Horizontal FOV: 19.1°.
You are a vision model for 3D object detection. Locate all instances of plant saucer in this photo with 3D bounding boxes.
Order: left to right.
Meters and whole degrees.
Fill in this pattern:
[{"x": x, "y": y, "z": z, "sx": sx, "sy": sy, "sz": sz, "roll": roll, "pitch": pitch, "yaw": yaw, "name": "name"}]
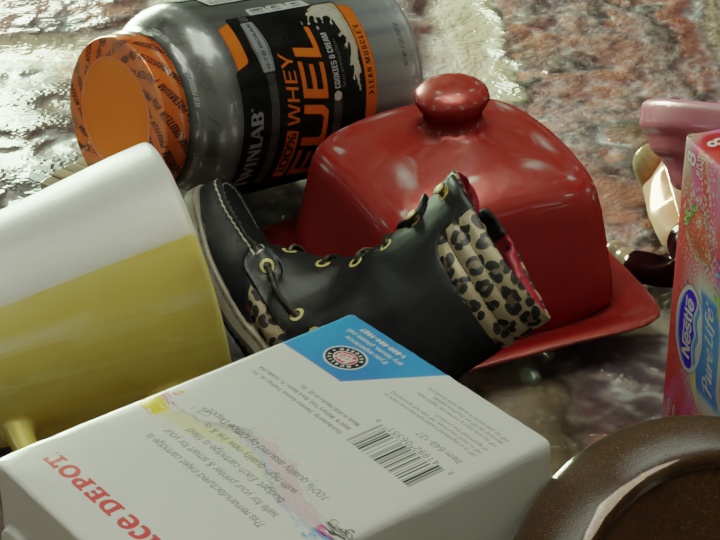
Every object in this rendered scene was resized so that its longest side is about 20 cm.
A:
[{"x": 0.156, "y": 0.156, "z": 0.903, "sx": 0.199, "sy": 0.032, "sz": 0.202, "roll": 4, "pitch": 71, "yaw": -12, "name": "plant saucer"}, {"x": 0.256, "y": -0.059, "z": 1.221, "sx": 0.199, "sy": 0.051, "sz": 0.201, "roll": 9, "pitch": 4, "yaw": -1, "name": "plant saucer"}]

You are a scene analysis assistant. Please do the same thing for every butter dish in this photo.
[{"x": 0.053, "y": -0.044, "z": 1.249, "sx": 0.198, "sy": 0.149, "sz": 0.200, "roll": -13, "pitch": 33, "yaw": -22, "name": "butter dish"}]

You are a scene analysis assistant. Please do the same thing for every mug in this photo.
[{"x": -0.157, "y": 0.031, "z": 1.137, "sx": 0.152, "sy": 0.150, "sz": 0.187, "roll": -18, "pitch": 28, "yaw": -13, "name": "mug"}]

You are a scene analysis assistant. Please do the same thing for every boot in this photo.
[{"x": 0.000, "y": 0.000, "z": 1.141, "sx": 0.150, "sy": 0.073, "sz": 0.201, "roll": -36, "pitch": 56, "yaw": 11, "name": "boot"}]

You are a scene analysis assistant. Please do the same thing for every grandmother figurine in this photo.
[{"x": 0.207, "y": -0.019, "z": 1.296, "sx": 0.121, "sy": 0.061, "sz": 0.200, "roll": -19, "pitch": 28, "yaw": 7, "name": "grandmother figurine"}]

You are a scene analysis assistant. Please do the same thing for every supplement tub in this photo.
[{"x": -0.069, "y": -0.109, "z": 1.304, "sx": 0.199, "sy": 0.123, "sz": 0.122, "roll": -17, "pitch": 34, "yaw": -39, "name": "supplement tub"}]

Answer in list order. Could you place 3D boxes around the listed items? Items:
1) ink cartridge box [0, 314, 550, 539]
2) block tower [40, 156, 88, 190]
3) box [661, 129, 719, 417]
[{"x": -0.038, "y": 0.138, "z": 0.945, "sx": 0.199, "sy": 0.146, "sz": 0.147, "roll": -21, "pitch": 35, "yaw": -31, "name": "ink cartridge box"}, {"x": -0.123, "y": -0.063, "z": 1.371, "sx": 0.054, "sy": 0.058, "sz": 0.200, "roll": 19, "pitch": 37, "yaw": 30, "name": "block tower"}, {"x": 0.216, "y": 0.034, "z": 1.066, "sx": 0.094, "sy": 0.201, "sz": 0.103, "roll": -10, "pitch": 32, "yaw": -16, "name": "box"}]
